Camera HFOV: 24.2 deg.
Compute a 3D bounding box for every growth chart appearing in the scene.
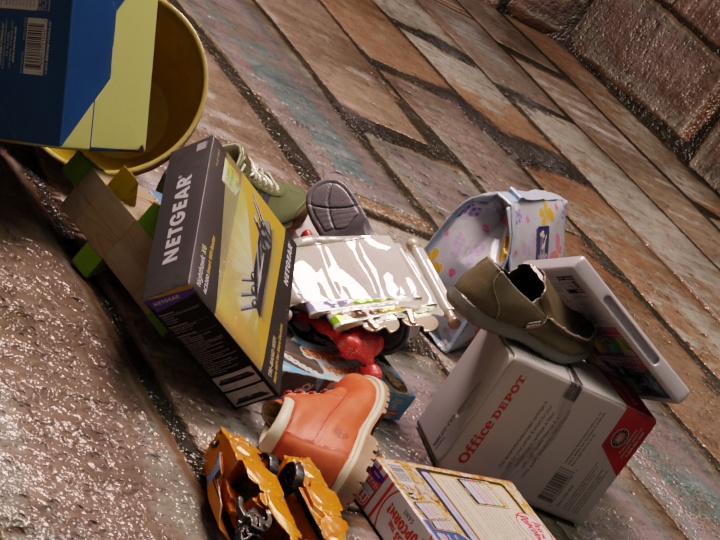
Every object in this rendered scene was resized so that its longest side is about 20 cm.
[{"bbox_3d":[-0.005,0.011,1.676,0.198,0.018,0.145,2,44,-19],"label":"growth chart"}]

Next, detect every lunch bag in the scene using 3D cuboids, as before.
[{"bbox_3d":[0.159,-0.009,2.014,0.127,0.201,0.169,42,19,20],"label":"lunch bag"}]

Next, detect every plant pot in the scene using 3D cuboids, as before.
[{"bbox_3d":[-0.256,-0.181,1.779,0.199,0.201,0.142,37,-10,5],"label":"plant pot"}]

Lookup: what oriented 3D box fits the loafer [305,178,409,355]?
[{"bbox_3d":[0.000,0.000,1.763,0.063,0.071,0.201,91,-23,-73],"label":"loafer"}]

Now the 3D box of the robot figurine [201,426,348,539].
[{"bbox_3d":[-0.056,0.210,1.332,0.144,0.058,0.200,23,21,-31],"label":"robot figurine"}]

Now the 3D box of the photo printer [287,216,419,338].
[{"bbox_3d":[-0.022,-0.002,1.886,0.199,0.070,0.167,21,23,-35],"label":"photo printer"}]

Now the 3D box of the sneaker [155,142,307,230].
[{"bbox_3d":[-0.126,-0.090,1.758,0.199,0.090,0.067,-6,36,-39],"label":"sneaker"}]

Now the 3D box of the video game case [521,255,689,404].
[{"bbox_3d":[0.253,0.062,1.784,0.183,0.023,0.200,51,-10,-6],"label":"video game case"}]

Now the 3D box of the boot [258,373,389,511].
[{"bbox_3d":[-0.035,0.133,1.540,0.107,0.075,0.200,29,20,-3],"label":"boot"}]

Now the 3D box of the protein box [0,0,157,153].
[{"bbox_3d":[-0.314,-0.221,1.597,0.198,0.201,0.135,8,5,28],"label":"protein box"}]

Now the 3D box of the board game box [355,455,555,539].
[{"bbox_3d":[0.104,0.247,1.538,0.199,0.046,0.152,17,26,-43],"label":"board game box"}]

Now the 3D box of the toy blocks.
[{"bbox_3d":[-0.195,-0.018,1.615,0.200,0.100,0.137,48,12,24],"label":"toy blocks"}]

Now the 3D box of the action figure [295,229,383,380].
[{"bbox_3d":[-0.030,0.040,1.688,0.065,0.052,0.200,8,36,-44],"label":"action figure"}]

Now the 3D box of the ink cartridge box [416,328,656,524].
[{"bbox_3d":[0.180,0.157,1.733,0.199,0.145,0.084,25,19,-29],"label":"ink cartridge box"}]

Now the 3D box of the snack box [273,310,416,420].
[{"bbox_3d":[-0.045,0.089,1.676,0.199,0.037,0.116,15,27,-47],"label":"snack box"}]

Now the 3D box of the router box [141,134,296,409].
[{"bbox_3d":[-0.125,0.000,1.540,0.158,0.052,0.201,53,27,-37],"label":"router box"}]

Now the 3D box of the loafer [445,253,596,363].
[{"bbox_3d":[0.175,0.037,1.679,0.199,0.070,0.075,19,21,-42],"label":"loafer"}]
